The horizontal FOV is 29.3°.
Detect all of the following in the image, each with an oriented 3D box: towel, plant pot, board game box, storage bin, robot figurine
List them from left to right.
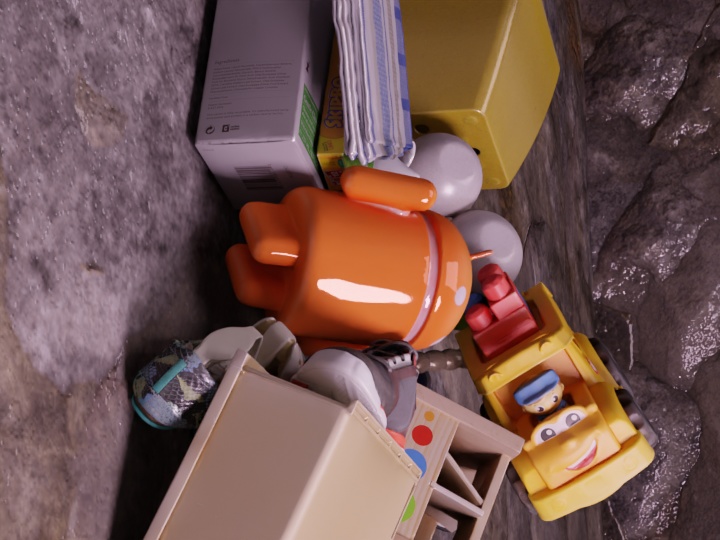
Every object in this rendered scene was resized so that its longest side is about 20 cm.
[{"bbox_3d":[-0.054,0.190,0.939,0.200,0.094,0.199,-65,155,-16],"label":"storage bin"},{"bbox_3d":[-0.004,-0.147,1.126,0.096,0.030,0.200,70,25,-56],"label":"board game box"},{"bbox_3d":[0.001,-0.001,1.059,0.117,0.200,0.144,168,-70,-66],"label":"robot figurine"},{"bbox_3d":[0.011,-0.159,1.091,0.200,0.024,0.147,-27,113,-77],"label":"towel"},{"bbox_3d":[0.085,-0.191,1.419,0.200,0.200,0.176,62,32,-53],"label":"plant pot"}]

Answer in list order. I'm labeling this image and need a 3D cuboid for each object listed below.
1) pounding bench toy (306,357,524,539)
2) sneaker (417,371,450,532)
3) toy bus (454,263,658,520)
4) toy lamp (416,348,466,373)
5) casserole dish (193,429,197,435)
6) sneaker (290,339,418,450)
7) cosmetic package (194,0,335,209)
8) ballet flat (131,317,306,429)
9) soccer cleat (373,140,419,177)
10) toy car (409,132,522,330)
[{"bbox_3d":[0.005,0.181,1.155,0.156,0.200,0.124,-64,-175,-29],"label":"pounding bench toy"},{"bbox_3d":[0.051,0.183,1.350,0.199,0.081,0.115,-124,-151,-41],"label":"sneaker"},{"bbox_3d":[0.157,0.093,1.229,0.192,0.136,0.200,57,8,-23],"label":"toy bus"},{"bbox_3d":[0.060,0.090,1.324,0.058,0.200,0.058,12,-76,62],"label":"toy lamp"},{"bbox_3d":[-0.080,0.155,1.071,0.121,0.039,0.200,-59,143,-61],"label":"casserole dish"},{"bbox_3d":[0.004,0.079,1.013,0.082,0.077,0.200,-63,165,-15],"label":"sneaker"},{"bbox_3d":[-0.068,-0.160,1.097,0.108,0.085,0.200,61,31,-61],"label":"cosmetic package"},{"bbox_3d":[-0.080,0.067,0.973,0.200,0.074,0.074,-15,101,-64],"label":"ballet flat"},{"bbox_3d":[0.005,-0.122,1.258,0.200,0.085,0.069,-102,-158,-57],"label":"soccer cleat"},{"bbox_3d":[0.045,-0.025,1.326,0.150,0.175,0.200,-22,82,-33],"label":"toy car"}]
